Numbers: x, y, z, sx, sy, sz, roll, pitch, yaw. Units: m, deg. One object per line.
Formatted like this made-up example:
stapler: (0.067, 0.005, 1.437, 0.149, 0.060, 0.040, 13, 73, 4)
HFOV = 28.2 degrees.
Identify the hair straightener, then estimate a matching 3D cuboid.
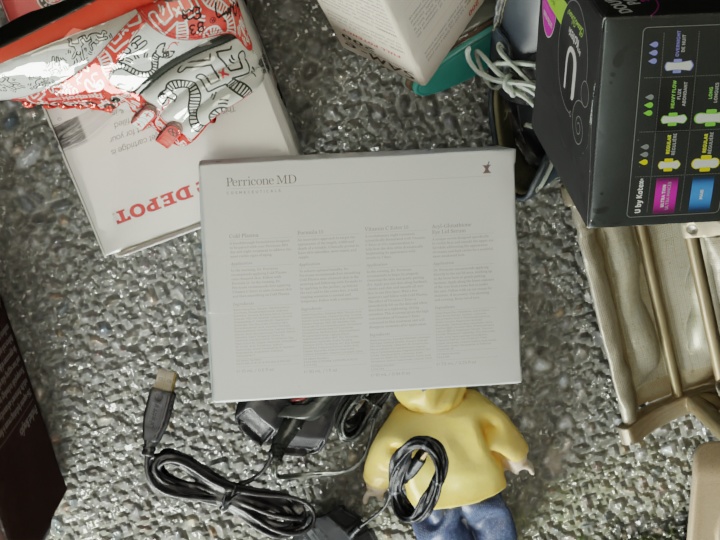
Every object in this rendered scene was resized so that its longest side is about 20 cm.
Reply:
hair straightener: (0.009, 0.062, 0.960, 0.077, 0.041, 0.200, 34, 85, 19)

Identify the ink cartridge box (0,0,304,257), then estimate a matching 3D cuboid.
ink cartridge box: (-0.135, -0.129, 0.954, 0.147, 0.083, 0.200, -19, 101, 3)

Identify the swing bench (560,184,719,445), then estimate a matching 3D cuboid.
swing bench: (0.253, 0.025, 0.937, 0.130, 0.200, 0.199, -25, 111, -22)

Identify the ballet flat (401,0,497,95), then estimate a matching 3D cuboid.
ballet flat: (0.109, -0.187, 0.966, 0.200, 0.067, 0.064, -27, 73, 4)

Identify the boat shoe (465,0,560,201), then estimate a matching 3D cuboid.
boat shoe: (0.109, -0.124, 0.917, 0.075, 0.200, 0.062, 33, 63, 23)

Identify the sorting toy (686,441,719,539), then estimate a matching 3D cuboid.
sorting toy: (0.329, 0.226, 1.060, 0.185, 0.036, 0.200, 2, 97, -1)

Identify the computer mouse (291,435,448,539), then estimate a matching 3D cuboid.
computer mouse: (0.009, 0.171, 1.001, 0.059, 0.034, 0.200, 53, 133, 13)

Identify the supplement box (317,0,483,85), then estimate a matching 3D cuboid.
supplement box: (0.020, -0.219, 0.842, 0.073, 0.200, 0.126, 29, 77, 27)

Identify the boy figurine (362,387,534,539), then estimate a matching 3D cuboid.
boy figurine: (0.057, 0.133, 1.020, 0.124, 0.064, 0.200, -16, 100, 3)

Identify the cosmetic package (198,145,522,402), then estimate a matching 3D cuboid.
cosmetic package: (0.000, 0.000, 0.915, 0.200, 0.052, 0.151, -3, 100, -6)

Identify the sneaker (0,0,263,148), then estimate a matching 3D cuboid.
sneaker: (-0.159, -0.114, 0.880, 0.201, 0.067, 0.108, -22, 115, 14)

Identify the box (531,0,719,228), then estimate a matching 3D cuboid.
box: (0.209, -0.112, 0.802, 0.200, 0.149, 0.125, -3, 119, -4)

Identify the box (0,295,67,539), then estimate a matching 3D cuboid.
box: (-0.315, 0.106, 0.956, 0.164, 0.166, 0.200, -15, 100, 1)

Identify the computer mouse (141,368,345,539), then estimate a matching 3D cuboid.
computer mouse: (-0.073, 0.077, 1.003, 0.140, 0.046, 0.200, 19, 93, -15)
